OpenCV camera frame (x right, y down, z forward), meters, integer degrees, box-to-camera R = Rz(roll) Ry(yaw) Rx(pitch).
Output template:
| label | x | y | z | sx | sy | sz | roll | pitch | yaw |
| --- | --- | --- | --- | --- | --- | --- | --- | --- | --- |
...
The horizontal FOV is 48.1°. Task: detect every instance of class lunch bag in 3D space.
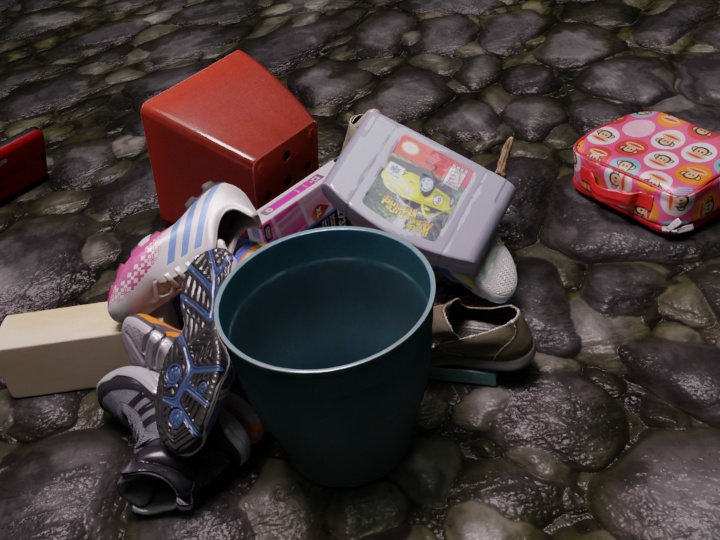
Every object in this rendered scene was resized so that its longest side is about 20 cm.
| label | x | y | z | sx | sy | sz | roll | pitch | yaw |
| --- | --- | --- | --- | --- | --- | --- | --- | --- | --- |
| lunch bag | 0.381 | -0.129 | 1.060 | 0.175 | 0.083 | 0.200 | -27 | 40 | -21 |

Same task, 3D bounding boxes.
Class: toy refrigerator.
| label | x | y | z | sx | sy | sz | roll | pitch | yaw |
| --- | --- | --- | --- | --- | --- | --- | --- | --- | --- |
| toy refrigerator | -0.312 | 0.086 | 0.937 | 0.197 | 0.077 | 0.070 | -8 | 36 | 3 |

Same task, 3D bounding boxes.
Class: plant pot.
| label | x | y | z | sx | sy | sz | roll | pitch | yaw |
| --- | --- | --- | --- | --- | --- | --- | --- | --- | --- |
| plant pot | -0.021 | 0.093 | 0.765 | 0.197 | 0.190 | 0.201 | -6 | 37 | 4 |
| plant pot | -0.165 | -0.160 | 1.148 | 0.175 | 0.202 | 0.200 | 28 | 49 | 25 |

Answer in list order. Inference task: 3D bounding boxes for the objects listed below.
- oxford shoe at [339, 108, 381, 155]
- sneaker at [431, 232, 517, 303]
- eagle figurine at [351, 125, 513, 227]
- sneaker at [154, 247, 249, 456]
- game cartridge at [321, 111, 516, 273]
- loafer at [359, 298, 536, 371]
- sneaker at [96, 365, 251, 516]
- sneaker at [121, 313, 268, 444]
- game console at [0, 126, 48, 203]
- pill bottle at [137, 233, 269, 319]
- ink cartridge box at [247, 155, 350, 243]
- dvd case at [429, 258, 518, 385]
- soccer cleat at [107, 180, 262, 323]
| label | x | y | z | sx | sy | sz | roll | pitch | yaw |
| --- | --- | --- | --- | --- | --- | --- | --- | --- | --- |
| oxford shoe | 0.009 | -0.187 | 1.170 | 0.070 | 0.075 | 0.200 | -10 | 2 | -16 |
| sneaker | 0.102 | -0.027 | 0.967 | 0.075 | 0.105 | 0.200 | -34 | 73 | -25 |
| eagle figurine | 0.086 | -0.099 | 1.043 | 0.197 | 0.154 | 0.151 | 4 | -4 | -7 |
| sneaker | -0.139 | 0.082 | 0.782 | 0.075 | 0.077 | 0.203 | -2 | 63 | 28 |
| game cartridge | 0.063 | -0.085 | 0.912 | 0.198 | 0.041 | 0.134 | 28 | 70 | 8 |
| loafer | 0.085 | 0.058 | 0.853 | 0.197 | 0.070 | 0.076 | 0 | 38 | 12 |
| sneaker | -0.214 | 0.169 | 0.801 | 0.198 | 0.076 | 0.114 | 17 | 41 | 27 |
| sneaker | -0.157 | 0.097 | 0.873 | 0.199 | 0.078 | 0.112 | 35 | 42 | 11 |
| game console | -0.623 | -0.158 | 1.304 | 0.118 | 0.173 | 0.200 | 38 | 53 | 14 |
| pill bottle | -0.178 | 0.011 | 0.975 | 0.197 | 0.113 | 0.112 | 12 | 41 | 25 |
| ink cartridge box | -0.066 | -0.073 | 1.075 | 0.037 | 0.096 | 0.200 | 21 | 46 | 34 |
| dvd case | 0.101 | 0.049 | 0.937 | 0.144 | 0.022 | 0.201 | 4 | 38 | 18 |
| soccer cleat | -0.191 | -0.011 | 0.883 | 0.086 | 0.070 | 0.200 | 36 | 80 | 26 |
